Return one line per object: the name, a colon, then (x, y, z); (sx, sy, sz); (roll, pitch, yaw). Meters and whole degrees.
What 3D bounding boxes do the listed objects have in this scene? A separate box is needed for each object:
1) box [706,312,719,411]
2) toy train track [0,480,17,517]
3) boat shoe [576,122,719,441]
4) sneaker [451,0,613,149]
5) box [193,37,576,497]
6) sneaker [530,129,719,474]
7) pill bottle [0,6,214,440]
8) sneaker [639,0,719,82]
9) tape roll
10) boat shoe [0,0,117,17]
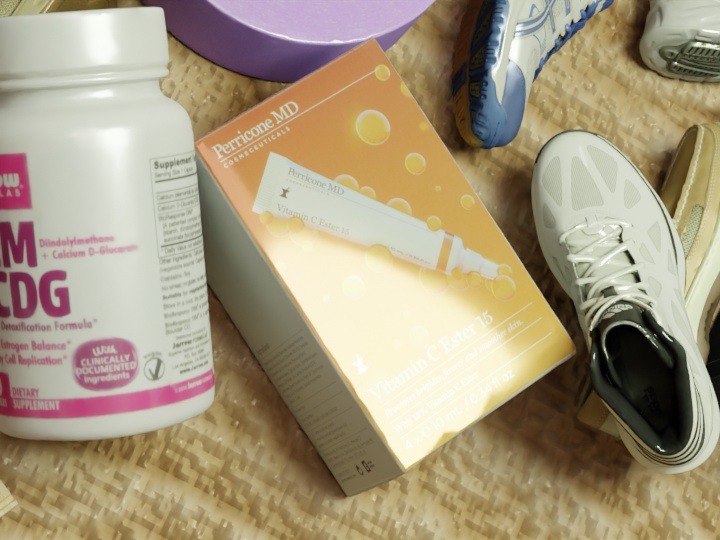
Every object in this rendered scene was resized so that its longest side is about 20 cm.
box: (0.281, 0.015, 0.996); (0.079, 0.200, 0.141); (37, 68, -7)
toy train track: (-0.193, 0.173, 0.879); (0.115, 0.033, 0.200); (-38, 92, -24)
boat shoe: (0.170, 0.000, 1.036); (0.076, 0.072, 0.201); (16, 71, -3)
sneaker: (0.111, -0.160, 1.050); (0.088, 0.075, 0.201); (17, 72, -15)
box: (0.000, 0.000, 0.957); (0.124, 0.097, 0.201); (-33, 88, -23)
sneaker: (0.143, 0.007, 0.952); (0.075, 0.115, 0.202); (-21, 78, 6)
pill bottle: (-0.135, -0.025, 0.877); (0.113, 0.113, 0.201); (-7, 98, -21)
sneaker: (0.270, -0.164, 1.109); (0.199, 0.078, 0.100); (10, 70, -18)
tape roll: (-0.039, -0.212, 1.017); (0.199, 0.066, 0.201); (5, 76, -18)
boat shoe: (-0.208, -0.087, 0.931); (0.064, 0.071, 0.200); (23, 62, 27)
